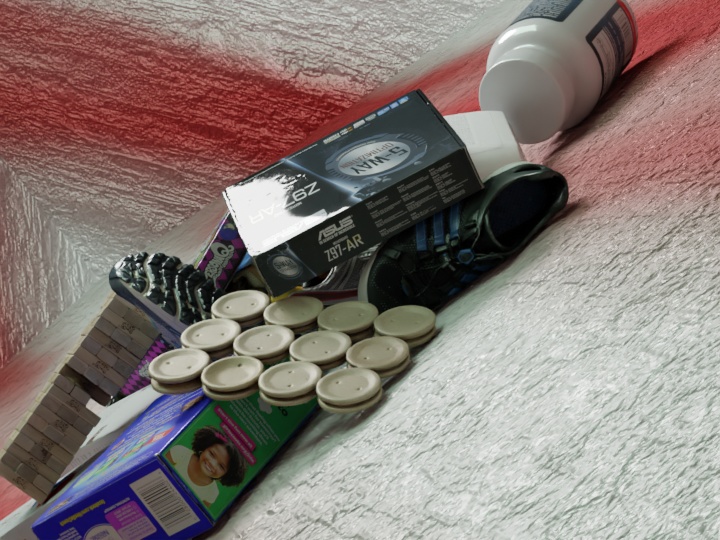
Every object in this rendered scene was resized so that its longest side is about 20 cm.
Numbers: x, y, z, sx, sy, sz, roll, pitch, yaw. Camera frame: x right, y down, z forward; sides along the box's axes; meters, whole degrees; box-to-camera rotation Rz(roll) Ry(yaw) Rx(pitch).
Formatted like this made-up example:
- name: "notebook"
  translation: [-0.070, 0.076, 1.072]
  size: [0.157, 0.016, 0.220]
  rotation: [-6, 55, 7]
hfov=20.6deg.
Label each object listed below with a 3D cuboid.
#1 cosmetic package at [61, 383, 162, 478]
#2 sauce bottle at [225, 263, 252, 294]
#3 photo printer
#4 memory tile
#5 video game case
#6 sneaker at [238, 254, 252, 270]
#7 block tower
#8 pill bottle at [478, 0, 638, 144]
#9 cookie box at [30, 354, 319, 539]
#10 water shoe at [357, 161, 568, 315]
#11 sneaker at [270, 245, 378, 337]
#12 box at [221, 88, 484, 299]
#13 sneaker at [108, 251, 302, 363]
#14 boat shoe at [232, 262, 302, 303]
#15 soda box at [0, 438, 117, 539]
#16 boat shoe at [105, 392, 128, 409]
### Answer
- name: "cosmetic package"
  translation: [-0.194, 0.153, 1.817]
  size: [0.200, 0.074, 0.102]
  rotation: [-31, 11, 47]
- name: "sauce bottle"
  translation: [-0.112, 0.045, 1.915]
  size: [0.200, 0.065, 0.065]
  rotation: [-56, 12, -13]
- name: "photo printer"
  translation: [0.070, -0.089, 1.821]
  size: [0.166, 0.070, 0.200]
  rotation: [-10, 16, 1]
- name: "memory tile"
  translation: [-0.053, 0.063, 1.553]
  size: [0.199, 0.017, 0.153]
  rotation: [6, 30, 26]
- name: "video game case"
  translation: [-0.156, 0.022, 1.880]
  size: [0.182, 0.036, 0.200]
  rotation: [-62, 7, -25]
- name: "sneaker"
  translation: [-0.124, 0.030, 2.038]
  size: [0.200, 0.078, 0.066]
  rotation: [-54, -12, 23]
- name: "block tower"
  translation: [-0.244, 0.104, 1.731]
  size: [0.200, 0.054, 0.058]
  rotation: [-56, 10, -10]
- name: "pill bottle"
  translation: [0.193, -0.207, 1.980]
  size: [0.119, 0.120, 0.200]
  rotation: [-31, 10, 36]
- name: "cookie box"
  translation: [-0.141, 0.150, 1.588]
  size: [0.171, 0.075, 0.200]
  rotation: [-31, 11, 38]
- name: "water shoe"
  translation: [0.082, -0.025, 1.623]
  size: [0.200, 0.072, 0.079]
  rotation: [-40, 10, -11]
- name: "sneaker"
  translation: [0.000, 0.000, 1.787]
  size: [0.200, 0.082, 0.078]
  rotation: [-40, 7, -37]
- name: "box"
  translation: [-0.010, -0.068, 1.679]
  size: [0.200, 0.044, 0.160]
  rotation: [-27, 26, 0]
- name: "sneaker"
  translation: [-0.138, 0.064, 1.690]
  size: [0.086, 0.200, 0.078]
  rotation: [-46, 20, 28]
- name: "boat shoe"
  translation: [-0.085, 0.019, 1.837]
  size: [0.071, 0.076, 0.200]
  rotation: [0, 60, 38]
- name: "soda box"
  translation: [-0.274, 0.234, 1.739]
  size: [0.200, 0.064, 0.068]
  rotation: [-36, 10, 17]
- name: "boat shoe"
  translation: [-0.232, 0.144, 2.062]
  size: [0.076, 0.060, 0.200]
  rotation: [-39, 8, -9]
